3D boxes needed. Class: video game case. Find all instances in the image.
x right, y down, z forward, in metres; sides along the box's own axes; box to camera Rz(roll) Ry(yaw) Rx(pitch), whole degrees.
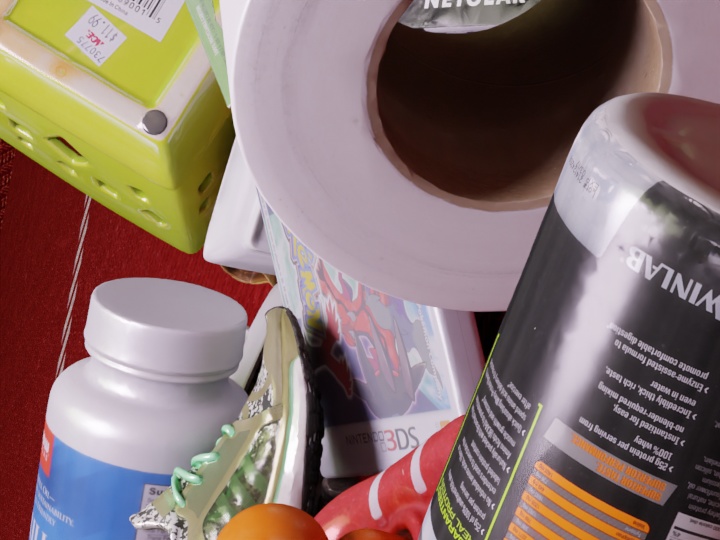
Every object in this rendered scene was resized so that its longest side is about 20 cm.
[{"bbox_3d":[0.000,0.000,0.995,0.182,0.023,0.201,-18,84,66],"label":"video game case"}]

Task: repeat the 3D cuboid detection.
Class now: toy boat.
[{"bbox_3d":[0.000,0.131,0.863,0.200,0.130,0.131,135,145,-61],"label":"toy boat"}]

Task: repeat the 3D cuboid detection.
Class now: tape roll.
[{"bbox_3d":[0.047,-0.104,0.763,0.139,0.202,0.203,-101,29,-55],"label":"tape roll"}]

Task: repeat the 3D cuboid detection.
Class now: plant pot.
[{"bbox_3d":[-0.138,-0.152,1.278,0.199,0.200,0.181,-58,-4,-7],"label":"plant pot"}]

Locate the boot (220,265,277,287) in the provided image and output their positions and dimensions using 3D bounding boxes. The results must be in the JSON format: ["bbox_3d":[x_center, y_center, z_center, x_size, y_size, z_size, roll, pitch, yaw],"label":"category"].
[{"bbox_3d":[-0.038,-0.068,1.228,0.201,0.071,0.144,115,176,-73],"label":"boot"}]

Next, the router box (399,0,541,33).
[{"bbox_3d":[0.035,-0.175,0.973,0.200,0.051,0.150,3,77,43],"label":"router box"}]

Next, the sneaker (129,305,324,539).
[{"bbox_3d":[-0.068,0.110,0.997,0.077,0.088,0.201,83,-166,-71],"label":"sneaker"}]

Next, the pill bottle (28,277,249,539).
[{"bbox_3d":[-0.116,0.110,1.083,0.112,0.112,0.201,-123,41,-68],"label":"pill bottle"}]

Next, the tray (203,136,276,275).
[{"bbox_3d":[-0.007,-0.081,1.100,0.022,0.107,0.200,-119,44,-62],"label":"tray"}]

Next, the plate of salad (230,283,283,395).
[{"bbox_3d":[-0.058,0.082,1.233,0.200,0.048,0.200,24,-90,-87],"label":"plate of salad"}]

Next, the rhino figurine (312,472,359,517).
[{"bbox_3d":[-0.033,0.146,1.091,0.200,0.060,0.088,-103,21,-52],"label":"rhino figurine"}]

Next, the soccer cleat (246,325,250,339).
[{"bbox_3d":[-0.111,0.123,1.356,0.086,0.070,0.201,155,127,-70],"label":"soccer cleat"}]

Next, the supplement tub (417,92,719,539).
[{"bbox_3d":[0.091,0.058,0.626,0.123,0.122,0.200,-109,35,-61],"label":"supplement tub"}]

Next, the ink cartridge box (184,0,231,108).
[{"bbox_3d":[-0.029,-0.184,0.955,0.200,0.059,0.104,-43,51,23],"label":"ink cartridge box"}]
